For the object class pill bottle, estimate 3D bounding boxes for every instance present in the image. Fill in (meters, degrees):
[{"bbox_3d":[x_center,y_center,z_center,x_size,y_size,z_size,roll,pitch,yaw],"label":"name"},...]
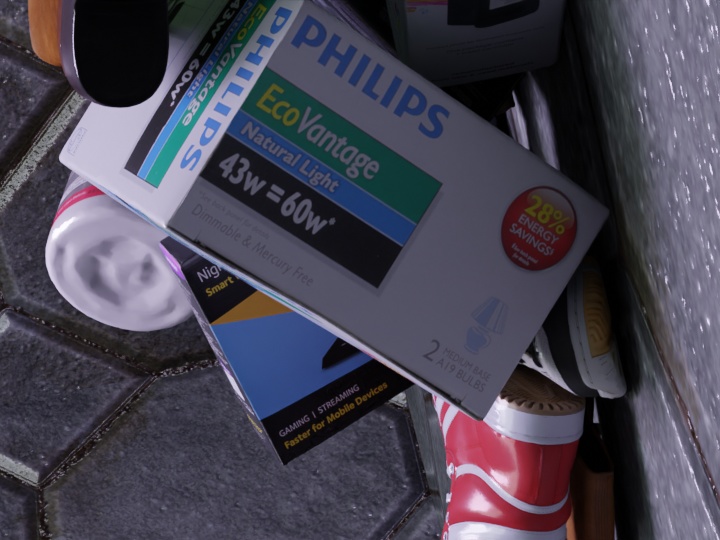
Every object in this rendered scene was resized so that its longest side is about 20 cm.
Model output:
[{"bbox_3d":[-0.135,-0.066,1.461,0.201,0.110,0.111,-79,-15,-45],"label":"pill bottle"}]

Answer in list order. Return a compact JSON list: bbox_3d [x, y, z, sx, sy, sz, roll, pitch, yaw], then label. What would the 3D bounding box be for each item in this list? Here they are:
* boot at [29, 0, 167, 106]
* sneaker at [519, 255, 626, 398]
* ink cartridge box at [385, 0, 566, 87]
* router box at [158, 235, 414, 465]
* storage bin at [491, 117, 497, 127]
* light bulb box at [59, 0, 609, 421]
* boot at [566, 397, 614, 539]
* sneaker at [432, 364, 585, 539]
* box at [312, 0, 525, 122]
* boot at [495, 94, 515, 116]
[{"bbox_3d":[-0.122,-0.182,1.074,0.200,0.068,0.189,-137,46,-70],"label":"boot"},{"bbox_3d":[0.084,0.029,1.151,0.200,0.087,0.076,-115,14,-79],"label":"sneaker"},{"bbox_3d":[0.044,-0.193,1.031,0.200,0.082,0.147,83,176,-72],"label":"ink cartridge box"},{"bbox_3d":[0.000,0.000,1.303,0.150,0.199,0.051,63,168,-26],"label":"router box"},{"bbox_3d":[0.007,-0.072,1.438,0.146,0.199,0.135,83,-175,-67],"label":"storage bin"},{"bbox_3d":[-0.018,-0.043,1.096,0.198,0.125,0.200,32,179,-24],"label":"light bulb box"},{"bbox_3d":[0.141,0.190,1.219,0.189,0.068,0.201,-93,2,-60],"label":"boot"},{"bbox_3d":[0.071,0.097,1.220,0.200,0.071,0.113,-128,40,-72],"label":"sneaker"},{"bbox_3d":[-0.022,-0.162,1.218,0.200,0.044,0.160,42,168,-28],"label":"box"},{"bbox_3d":[0.037,-0.160,1.369,0.200,0.073,0.076,55,172,47],"label":"boot"}]
